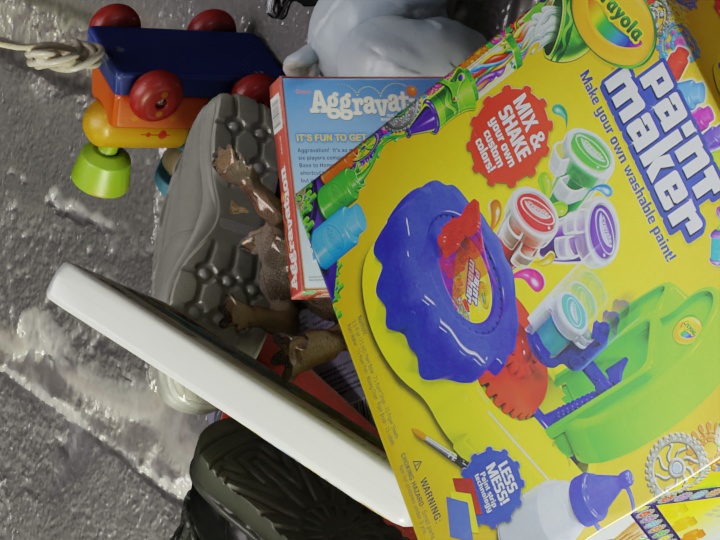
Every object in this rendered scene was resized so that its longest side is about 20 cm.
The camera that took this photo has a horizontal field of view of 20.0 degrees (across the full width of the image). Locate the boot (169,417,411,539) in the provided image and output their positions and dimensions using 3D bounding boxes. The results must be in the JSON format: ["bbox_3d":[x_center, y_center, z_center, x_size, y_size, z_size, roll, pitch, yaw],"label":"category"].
[{"bbox_3d":[-0.034,0.196,1.083,0.211,0.079,0.159,44,128,34],"label":"boot"}]

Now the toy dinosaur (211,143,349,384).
[{"bbox_3d":[0.000,0.000,1.049,0.199,0.135,0.086,36,114,33],"label":"toy dinosaur"}]

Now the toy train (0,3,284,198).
[{"bbox_3d":[-0.153,-0.095,1.256,0.085,0.198,0.116,55,134,38],"label":"toy train"}]

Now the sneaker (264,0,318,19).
[{"bbox_3d":[-0.034,-0.247,1.203,0.113,0.075,0.202,-3,88,50],"label":"sneaker"}]

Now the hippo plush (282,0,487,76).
[{"bbox_3d":[0.009,-0.160,1.077,0.200,0.158,0.162,46,123,42],"label":"hippo plush"}]

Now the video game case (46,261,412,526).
[{"bbox_3d":[-0.045,0.065,1.001,0.199,0.182,0.023,31,89,11],"label":"video game case"}]

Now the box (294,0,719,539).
[{"bbox_3d":[0.105,0.012,0.822,0.192,0.121,0.201,-37,60,28],"label":"box"}]

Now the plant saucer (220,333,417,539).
[{"bbox_3d":[-0.031,0.168,1.155,0.199,0.037,0.201,41,128,30],"label":"plant saucer"}]

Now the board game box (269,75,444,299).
[{"bbox_3d":[0.056,-0.042,0.977,0.019,0.198,0.104,151,116,-65],"label":"board game box"}]

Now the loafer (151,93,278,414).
[{"bbox_3d":[-0.085,-0.006,1.172,0.070,0.069,0.202,-42,33,53],"label":"loafer"}]

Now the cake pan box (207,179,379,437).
[{"bbox_3d":[-0.026,0.037,1.202,0.199,0.052,0.186,-29,68,48],"label":"cake pan box"}]
